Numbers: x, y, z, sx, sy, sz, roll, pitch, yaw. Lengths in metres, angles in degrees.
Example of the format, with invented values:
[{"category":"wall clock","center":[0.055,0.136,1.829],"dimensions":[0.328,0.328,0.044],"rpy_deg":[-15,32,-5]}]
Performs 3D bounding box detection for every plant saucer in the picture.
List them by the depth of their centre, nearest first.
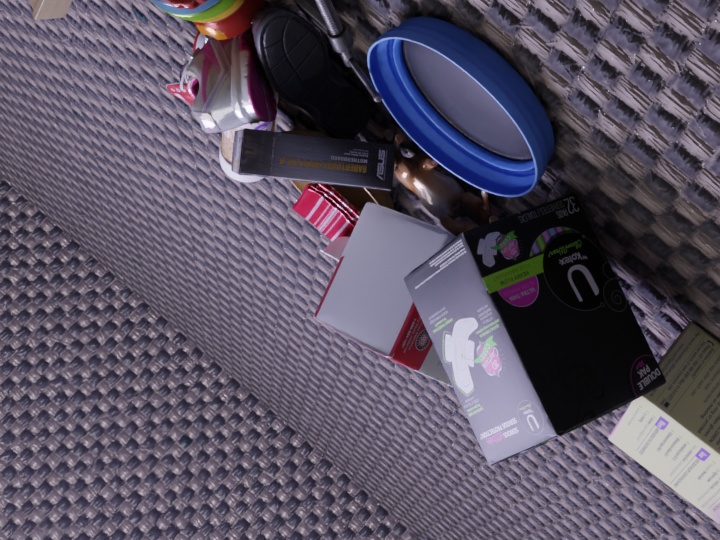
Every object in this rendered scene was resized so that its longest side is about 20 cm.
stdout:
[{"category":"plant saucer","center":[-0.024,-0.108,1.603],"dimensions":[0.200,0.035,0.200],"rpy_deg":[38,164,13]}]

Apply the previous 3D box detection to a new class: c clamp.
[{"category":"c clamp","center":[-0.048,-0.271,1.215],"dimensions":[0.171,0.027,0.201],"rpy_deg":[52,174,46]}]

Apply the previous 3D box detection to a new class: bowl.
[{"category":"bowl","center":[0.094,-0.152,1.208],"dimensions":[0.200,0.039,0.201],"rpy_deg":[38,163,14]}]

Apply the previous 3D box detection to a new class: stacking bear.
[{"category":"stacking bear","center":[-0.151,-0.281,1.241],"dimensions":[0.120,0.115,0.200],"rpy_deg":[15,177,17]}]

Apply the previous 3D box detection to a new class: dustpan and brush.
[{"category":"dustpan and brush","center":[0.000,0.000,1.573],"dimensions":[0.139,0.057,0.200],"rpy_deg":[38,164,12]}]

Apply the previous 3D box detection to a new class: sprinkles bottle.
[{"category":"sprinkles bottle","center":[-0.130,-0.187,1.518],"dimensions":[0.068,0.068,0.201],"rpy_deg":[37,151,16]}]

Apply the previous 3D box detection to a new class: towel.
[{"category":"towel","center":[0.000,-0.032,1.643],"dimensions":[0.200,0.023,0.145],"rpy_deg":[42,165,-4]}]

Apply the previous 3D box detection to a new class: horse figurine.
[{"category":"horse figurine","center":[0.093,-0.083,1.367],"dimensions":[0.200,0.050,0.133],"rpy_deg":[39,167,3]}]

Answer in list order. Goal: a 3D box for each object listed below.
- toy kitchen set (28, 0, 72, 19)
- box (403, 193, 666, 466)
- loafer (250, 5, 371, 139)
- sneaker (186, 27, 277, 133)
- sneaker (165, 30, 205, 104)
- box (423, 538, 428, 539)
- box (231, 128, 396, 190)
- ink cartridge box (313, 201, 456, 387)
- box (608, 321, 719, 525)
[{"category":"toy kitchen set","center":[-0.386,-0.389,1.378],"dimensions":[0.200,0.179,0.164],"rpy_deg":[-47,66,46]},{"category":"box","center":[0.162,0.055,1.229],"dimensions":[0.124,0.148,0.202],"rpy_deg":[-37,74,58]},{"category":"loafer","center":[-0.061,-0.208,1.354],"dimensions":[0.063,0.072,0.200],"rpy_deg":[45,-179,40]},{"category":"sneaker","center":[-0.141,-0.218,1.363],"dimensions":[0.201,0.087,0.082],"rpy_deg":[-92,-21,-49]},{"category":"sneaker","center":[-0.190,-0.245,1.571],"dimensions":[0.112,0.071,0.200],"rpy_deg":[32,163,21]},{"category":"box","center":[0.181,0.792,3.195],"dimensions":[0.199,0.177,0.097],"rpy_deg":[37,163,14]},{"category":"box","center":[-0.055,-0.119,1.391],"dimensions":[0.157,0.049,0.200],"rpy_deg":[4,-175,-9]},{"category":"ink cartridge box","center":[0.084,0.040,1.430],"dimensions":[0.199,0.146,0.144],"rpy_deg":[27,177,-40]},{"category":"box","center":[0.368,0.172,1.309],"dimensions":[0.199,0.097,0.176],"rpy_deg":[38,163,15]}]
